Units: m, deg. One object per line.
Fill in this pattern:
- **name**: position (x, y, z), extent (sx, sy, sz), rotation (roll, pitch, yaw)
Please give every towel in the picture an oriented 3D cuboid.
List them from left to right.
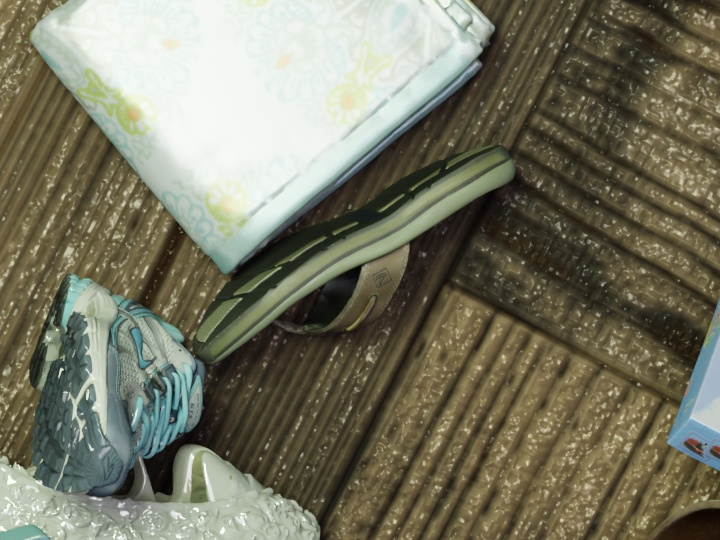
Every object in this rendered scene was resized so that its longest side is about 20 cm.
- **towel**: position (-0.050, -0.124, 1.326), extent (0.200, 0.048, 0.171), rotation (-40, 88, -3)

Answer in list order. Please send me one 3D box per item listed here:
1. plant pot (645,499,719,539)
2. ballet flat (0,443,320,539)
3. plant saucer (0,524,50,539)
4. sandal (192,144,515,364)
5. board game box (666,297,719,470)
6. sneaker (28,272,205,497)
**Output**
- **plant pot**: position (0.256, 0.225, 1.274), extent (0.199, 0.187, 0.188), rotation (11, 89, -27)
- **ballet flat**: position (-0.106, 0.122, 1.279), extent (0.199, 0.072, 0.072), rotation (1, 89, -28)
- **plant saucer**: position (-0.172, 0.202, 1.265), extent (0.069, 0.019, 0.201), rotation (-15, 134, -3)
- **sandal**: position (0.001, 0.000, 1.313), extent (0.200, 0.080, 0.058), rotation (-29, 105, -3)
- **board game box**: position (0.277, 0.072, 1.309), extent (0.199, 0.037, 0.152), rotation (26, 57, -2)
- **sneaker**: position (-0.117, 0.058, 1.247), extent (0.086, 0.200, 0.078), rotation (17, 108, -13)
